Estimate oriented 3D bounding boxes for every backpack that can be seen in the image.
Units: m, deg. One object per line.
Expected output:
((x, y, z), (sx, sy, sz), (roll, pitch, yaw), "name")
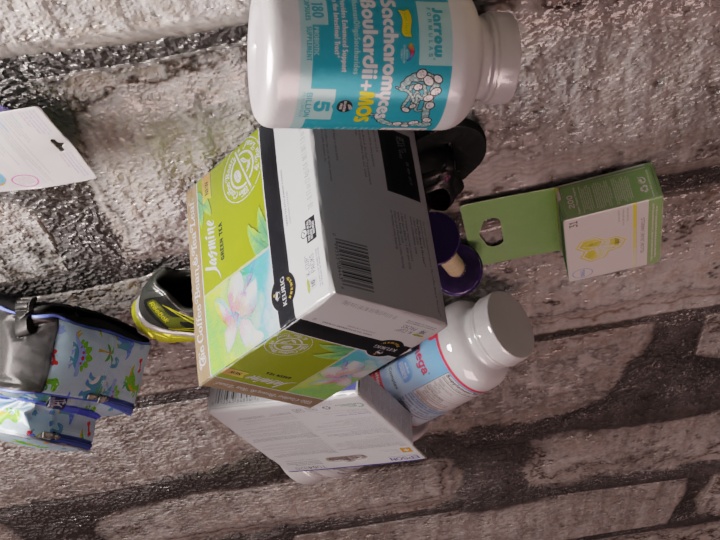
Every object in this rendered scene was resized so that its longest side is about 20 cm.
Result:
((-0.327, 0.106, 1.268), (0.181, 0.149, 0.199), (7, 173, 33), "backpack")

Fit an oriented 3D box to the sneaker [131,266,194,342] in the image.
((-0.139, 0.040, 1.298), (0.197, 0.075, 0.085), (1, 150, -17), "sneaker")

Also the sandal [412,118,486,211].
((0.063, -0.075, 1.168), (0.074, 0.049, 0.201), (5, 150, -22), "sandal")

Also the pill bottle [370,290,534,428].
((0.103, 0.103, 1.442), (0.108, 0.110, 0.199), (18, 142, -39), "pill bottle")

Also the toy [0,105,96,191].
((-0.329, -0.106, 1.010), (0.197, 0.048, 0.115), (-9, 155, 9), "toy")

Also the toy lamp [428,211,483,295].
((0.090, -0.011, 1.252), (0.057, 0.059, 0.200), (-14, 168, 11), "toy lamp")

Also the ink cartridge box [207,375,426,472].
((-0.046, 0.176, 1.437), (0.194, 0.044, 0.200), (-9, 149, 24), "ink cartridge box")

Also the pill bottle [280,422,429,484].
((-0.015, 0.196, 1.577), (0.112, 0.115, 0.199), (18, 143, -40), "pill bottle")

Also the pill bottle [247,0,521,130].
((0.018, -0.162, 0.930), (0.197, 0.112, 0.111), (-2, 151, -13), "pill bottle")

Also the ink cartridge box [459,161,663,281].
((0.211, -0.038, 1.280), (0.197, 0.049, 0.146), (-14, 152, 5), "ink cartridge box")

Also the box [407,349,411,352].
((-0.054, 0.085, 1.418), (0.198, 0.061, 0.116), (-27, 146, 30), "box")

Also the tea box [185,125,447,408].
((-0.046, -0.013, 1.091), (0.132, 0.203, 0.196), (15, 144, -37), "tea box")
